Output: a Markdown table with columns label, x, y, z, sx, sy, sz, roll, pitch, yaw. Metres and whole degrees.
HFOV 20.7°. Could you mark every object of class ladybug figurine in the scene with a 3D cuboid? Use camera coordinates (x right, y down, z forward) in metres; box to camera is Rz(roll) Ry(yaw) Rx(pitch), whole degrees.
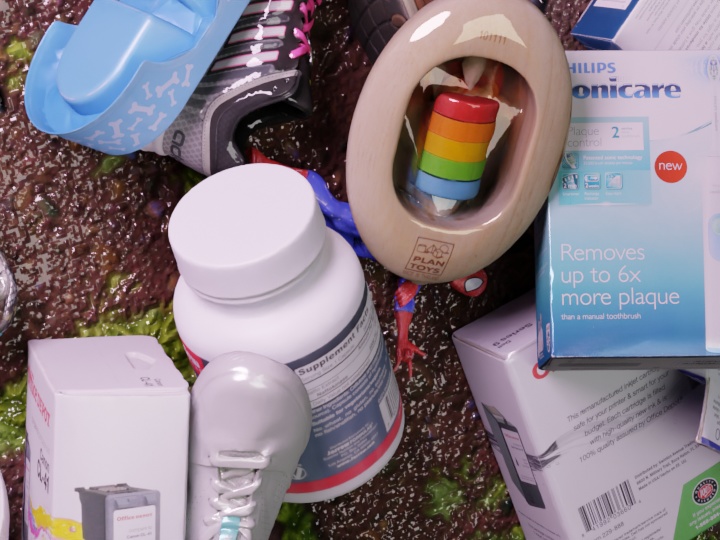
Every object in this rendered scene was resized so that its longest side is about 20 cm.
| label | x | y | z | sx | sy | sz | roll | pitch | yaw |
| --- | --- | --- | --- | --- | --- | --- | --- | --- | --- |
| ladybug figurine | 0.057 | -0.086 | 1.227 | 0.135 | 0.072 | 0.200 | 12 | 114 | -15 |

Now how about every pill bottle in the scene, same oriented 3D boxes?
| label | x | y | z | sx | sy | sz | roll | pitch | yaw |
| --- | --- | --- | --- | --- | --- | --- | --- | --- | --- |
| pill bottle | -0.049 | 0.037 | 1.218 | 0.119 | 0.120 | 0.200 | -32 | 134 | -16 |

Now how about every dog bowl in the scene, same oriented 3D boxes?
| label | x | y | z | sx | sy | sz | roll | pitch | yaw |
| --- | --- | --- | --- | --- | --- | --- | --- | --- | --- |
| dog bowl | -0.121 | -0.157 | 1.183 | 0.050 | 0.111 | 0.200 | 34 | 85 | -41 |

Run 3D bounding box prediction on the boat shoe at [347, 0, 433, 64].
| label | x | y | z | sx | sy | sz | roll | pitch | yaw |
| --- | --- | --- | --- | --- | --- | --- | --- | --- | --- |
| boat shoe | 0.053 | -0.144 | 1.293 | 0.074 | 0.076 | 0.200 | -37 | 122 | -20 |

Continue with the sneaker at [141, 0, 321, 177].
| label | x | y | z | sx | sy | sz | roll | pitch | yaw |
| --- | --- | --- | --- | --- | --- | --- | --- | --- | --- |
| sneaker | -0.052 | -0.137 | 1.220 | 0.087 | 0.074 | 0.200 | 36 | 87 | 9 |

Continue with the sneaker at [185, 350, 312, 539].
| label | x | y | z | sx | sy | sz | roll | pitch | yaw |
| --- | --- | --- | --- | --- | --- | --- | --- | --- | --- |
| sneaker | -0.075 | 0.139 | 1.173 | 0.075 | 0.089 | 0.200 | 10 | 131 | -3 |

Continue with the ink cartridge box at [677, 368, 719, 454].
| label | x | y | z | sx | sy | sz | roll | pitch | yaw |
| --- | --- | --- | --- | --- | --- | --- | --- | --- | --- |
| ink cartridge box | 0.288 | 0.054 | 1.401 | 0.199 | 0.041 | 0.200 | 30 | 66 | -44 |

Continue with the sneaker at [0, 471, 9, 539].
| label | x | y | z | sx | sy | sz | roll | pitch | yaw |
| --- | --- | --- | --- | --- | --- | --- | --- | --- | --- |
| sneaker | -0.258 | 0.213 | 1.217 | 0.080 | 0.147 | 0.200 | -1 | 57 | -15 |

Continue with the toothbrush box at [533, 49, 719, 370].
| label | x | y | z | sx | sy | sz | roll | pitch | yaw |
| --- | --- | --- | --- | --- | --- | --- | --- | --- | --- |
| toothbrush box | 0.188 | -0.038 | 1.281 | 0.146 | 0.085 | 0.200 | 0 | 81 | -1 |

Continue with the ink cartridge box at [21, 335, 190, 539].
| label | x | y | z | sx | sy | sz | roll | pitch | yaw |
| --- | --- | --- | --- | --- | --- | --- | --- | --- | --- |
| ink cartridge box | -0.159 | 0.152 | 1.205 | 0.085 | 0.148 | 0.200 | -1 | 101 | -16 |

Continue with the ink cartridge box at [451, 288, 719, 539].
| label | x | y | z | sx | sy | sz | roll | pitch | yaw |
| --- | --- | --- | --- | --- | --- | --- | --- | --- | --- |
| ink cartridge box | 0.170 | 0.104 | 1.391 | 0.146 | 0.084 | 0.200 | -28 | 111 | -18 |

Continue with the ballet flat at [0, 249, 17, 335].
| label | x | y | z | sx | sy | sz | roll | pitch | yaw |
| --- | --- | --- | --- | --- | --- | --- | --- | --- | --- |
| ballet flat | -0.260 | -0.041 | 1.161 | 0.072 | 0.072 | 0.201 | -35 | 114 | -15 |

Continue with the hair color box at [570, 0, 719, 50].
| label | x | y | z | sx | sy | sz | roll | pitch | yaw |
| --- | --- | --- | --- | --- | --- | --- | --- | --- | --- |
| hair color box | 0.252 | -0.145 | 1.389 | 0.200 | 0.061 | 0.100 | 37 | 84 | -27 |

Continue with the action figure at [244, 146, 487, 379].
| label | x | y | z | sx | sy | sz | roll | pitch | yaw |
| --- | --- | --- | --- | --- | --- | --- | --- | --- | --- |
| action figure | 0.000 | 0.000 | 1.285 | 0.200 | 0.065 | 0.099 | 18 | 60 | -28 |
